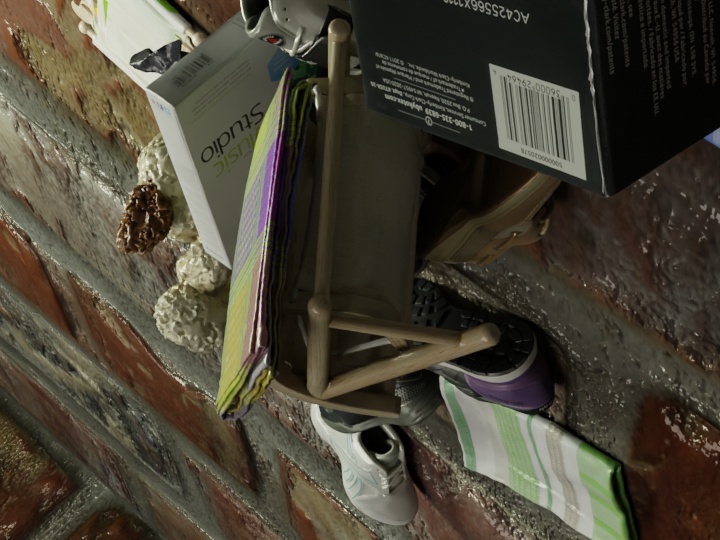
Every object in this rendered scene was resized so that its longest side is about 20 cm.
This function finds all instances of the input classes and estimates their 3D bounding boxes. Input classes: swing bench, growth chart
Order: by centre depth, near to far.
[{"bbox_3d":[0.004,-0.026,1.081,0.130,0.199,0.200,11,159,-16],"label":"swing bench"},{"bbox_3d":[-0.206,-0.218,1.467,0.145,0.018,0.200,47,160,1],"label":"growth chart"}]

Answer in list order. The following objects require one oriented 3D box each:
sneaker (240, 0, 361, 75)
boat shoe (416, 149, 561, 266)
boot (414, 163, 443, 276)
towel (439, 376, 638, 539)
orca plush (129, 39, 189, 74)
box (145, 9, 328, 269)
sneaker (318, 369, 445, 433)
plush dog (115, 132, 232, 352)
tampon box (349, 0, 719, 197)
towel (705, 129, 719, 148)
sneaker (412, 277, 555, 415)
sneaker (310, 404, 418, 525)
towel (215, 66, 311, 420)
[{"bbox_3d":[-0.034,-0.171,1.122,0.200,0.089,0.074,49,158,-14],"label":"sneaker"},{"bbox_3d":[0.102,-0.053,1.120,0.064,0.071,0.200,15,160,-17],"label":"boat shoe"},{"bbox_3d":[0.000,0.000,1.278,0.073,0.151,0.200,47,159,-2],"label":"boot"},{"bbox_3d":[0.159,0.176,1.468,0.200,0.031,0.149,29,155,38],"label":"towel"},{"bbox_3d":[-0.107,-0.130,1.359,0.200,0.105,0.071,30,-152,-26],"label":"orca plush"},{"bbox_3d":[-0.079,-0.109,1.240,0.036,0.144,0.200,36,158,28],"label":"box"},{"bbox_3d":[-0.001,0.098,1.577,0.114,0.076,0.199,52,156,-9],"label":"sneaker"},{"bbox_3d":[-0.131,-0.053,1.460,0.160,0.200,0.172,-28,118,35],"label":"plush dog"},{"bbox_3d":[0.112,-0.144,0.686,0.150,0.200,0.126,26,136,45],"label":"tampon box"},{"bbox_3d":[0.220,-0.111,0.825,0.147,0.024,0.200,33,156,34],"label":"towel"},{"bbox_3d":[0.079,0.074,1.379,0.200,0.076,0.088,24,156,46],"label":"sneaker"},{"bbox_3d":[0.017,0.209,1.756,0.080,0.070,0.200,16,143,50],"label":"sneaker"},{"bbox_3d":[-0.061,-0.011,1.030,0.023,0.200,0.144,10,158,-10],"label":"towel"}]
